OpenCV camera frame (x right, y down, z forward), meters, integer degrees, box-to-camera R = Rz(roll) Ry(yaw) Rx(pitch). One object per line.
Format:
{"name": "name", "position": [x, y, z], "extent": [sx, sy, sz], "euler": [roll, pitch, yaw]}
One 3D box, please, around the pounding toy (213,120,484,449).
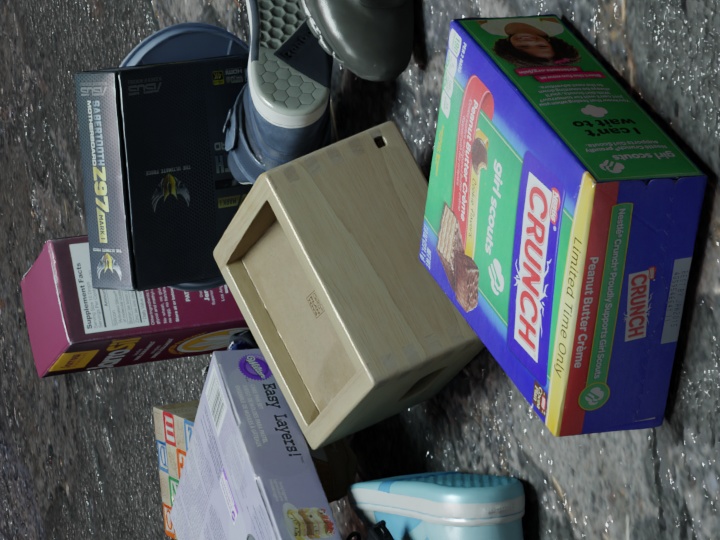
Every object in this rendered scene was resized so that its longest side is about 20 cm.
{"name": "pounding toy", "position": [0.000, 0.000, 1.710], "extent": [0.184, 0.142, 0.200], "euler": [63, 157, 11]}

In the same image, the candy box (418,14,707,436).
{"name": "candy box", "position": [0.111, -0.028, 1.452], "extent": [0.200, 0.077, 0.169], "euler": [-127, 36, -50]}

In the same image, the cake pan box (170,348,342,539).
{"name": "cake pan box", "position": [-0.076, 0.181, 1.770], "extent": [0.200, 0.052, 0.184], "euler": [-113, 30, -41]}

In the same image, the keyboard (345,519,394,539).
{"name": "keyboard", "position": [0.003, 0.256, 1.689], "extent": [0.104, 0.040, 0.200], "euler": [-124, 30, -44]}

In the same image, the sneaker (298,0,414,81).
{"name": "sneaker", "position": [0.003, -0.225, 1.681], "extent": [0.091, 0.076, 0.200], "euler": [-14, 86, 62]}

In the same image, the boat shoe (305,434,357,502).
{"name": "boat shoe", "position": [-0.039, 0.121, 1.905], "extent": [0.200, 0.068, 0.075], "euler": [-96, 4, -62]}

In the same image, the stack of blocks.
{"name": "stack of blocks", "position": [-0.112, 0.178, 2.127], "extent": [0.200, 0.059, 0.115], "euler": [-170, 74, -68]}

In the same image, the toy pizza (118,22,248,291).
{"name": "toy pizza", "position": [-0.128, -0.085, 1.897], "extent": [0.032, 0.200, 0.200], "euler": [2, 100, 43]}

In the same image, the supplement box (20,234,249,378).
{"name": "supplement box", "position": [-0.152, 0.019, 1.978], "extent": [0.110, 0.200, 0.086], "euler": [139, 120, -65]}

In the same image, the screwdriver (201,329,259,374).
{"name": "screwdriver", "position": [-0.099, 0.062, 1.873], "extent": [0.200, 0.029, 0.028], "euler": [-14, -60, -77]}

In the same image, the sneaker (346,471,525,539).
{"name": "sneaker", "position": [0.049, 0.201, 1.689], "extent": [0.200, 0.080, 0.131], "euler": [174, 90, -70]}

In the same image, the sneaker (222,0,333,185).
{"name": "sneaker", "position": [-0.052, -0.151, 1.807], "extent": [0.146, 0.077, 0.202], "euler": [98, 178, -57]}

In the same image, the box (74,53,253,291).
{"name": "box", "position": [-0.114, -0.075, 1.851], "extent": [0.051, 0.200, 0.158], "euler": [3, 100, 44]}
